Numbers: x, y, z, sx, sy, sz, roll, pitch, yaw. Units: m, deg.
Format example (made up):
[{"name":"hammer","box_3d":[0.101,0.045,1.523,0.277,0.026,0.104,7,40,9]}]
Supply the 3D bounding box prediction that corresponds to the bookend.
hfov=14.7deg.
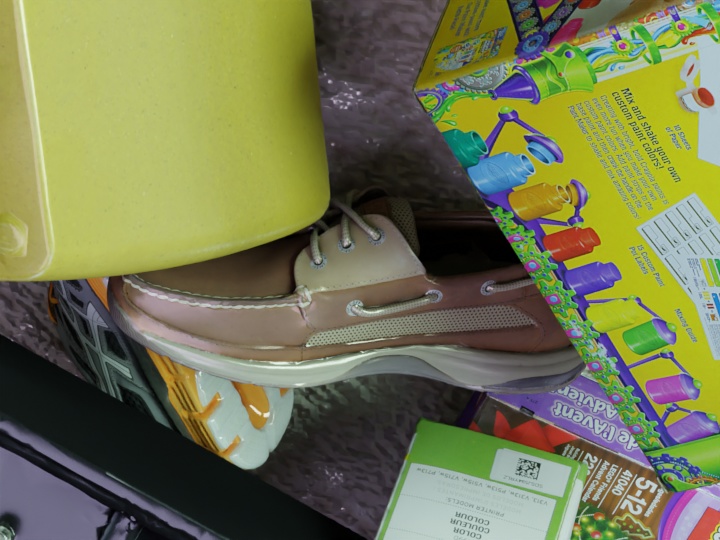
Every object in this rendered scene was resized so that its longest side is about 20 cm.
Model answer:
[{"name":"bookend","box_3d":[-0.132,0.155,1.137,0.200,0.092,0.199,30,102,-1]}]

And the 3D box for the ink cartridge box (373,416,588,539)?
[{"name":"ink cartridge box","box_3d":[0.026,0.183,1.127,0.076,0.200,0.148,15,133,8]}]

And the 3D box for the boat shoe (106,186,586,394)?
[{"name":"boat shoe","box_3d":[0.000,0.000,1.101,0.200,0.076,0.072,2,121,-18]}]

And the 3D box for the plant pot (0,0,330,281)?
[{"name":"plant pot","box_3d":[-0.139,-0.086,0.976,0.200,0.176,0.200,0,108,18]}]

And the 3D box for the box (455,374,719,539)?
[{"name":"box","box_3d":[0.086,0.131,1.226,0.137,0.039,0.200,23,133,-2]}]

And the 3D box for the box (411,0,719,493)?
[{"name":"box","box_3d":[0.159,-0.048,0.986,0.192,0.122,0.200,-16,123,30]}]

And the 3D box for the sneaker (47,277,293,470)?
[{"name":"sneaker","box_3d":[-0.100,0.002,1.156,0.077,0.078,0.200,3,128,37]}]
